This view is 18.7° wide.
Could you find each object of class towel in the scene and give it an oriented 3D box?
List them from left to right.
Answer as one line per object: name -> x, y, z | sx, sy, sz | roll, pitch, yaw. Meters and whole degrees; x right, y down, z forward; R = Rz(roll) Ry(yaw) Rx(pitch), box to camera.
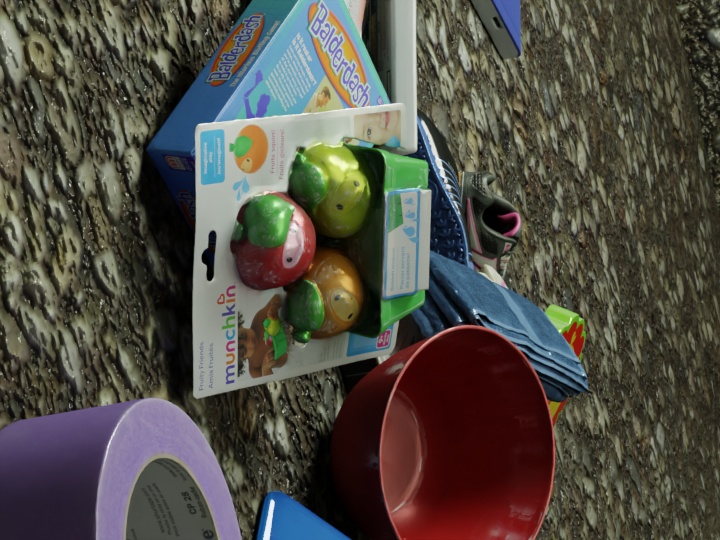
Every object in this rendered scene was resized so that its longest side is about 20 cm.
towel -> 0.111, 0.043, 1.852 | 0.200, 0.049, 0.112 | 26, 24, -47

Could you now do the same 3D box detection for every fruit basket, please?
fruit basket -> -0.035, -0.016, 1.498 | 0.199, 0.093, 0.187 | -12, 107, -50

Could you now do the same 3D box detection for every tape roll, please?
tape roll -> -0.139, 0.177, 1.227 | 0.200, 0.084, 0.201 | -11, 90, -71

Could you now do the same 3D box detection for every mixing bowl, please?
mixing bowl -> 0.049, 0.143, 1.710 | 0.199, 0.108, 0.202 | 2, 87, -44

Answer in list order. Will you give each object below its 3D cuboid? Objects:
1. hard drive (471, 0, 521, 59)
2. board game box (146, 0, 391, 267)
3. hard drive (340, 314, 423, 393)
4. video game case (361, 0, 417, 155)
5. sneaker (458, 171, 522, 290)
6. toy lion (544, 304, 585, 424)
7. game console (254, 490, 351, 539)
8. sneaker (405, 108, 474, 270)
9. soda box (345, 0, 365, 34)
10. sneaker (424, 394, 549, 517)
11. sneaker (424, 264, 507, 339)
hard drive -> 0.150, -0.357, 2.456 | 0.132, 0.025, 0.201 | 53, 32, -52
board game box -> -0.059, -0.101, 1.565 | 0.200, 0.045, 0.153 | -57, 139, -32
hard drive -> 0.000, 0.000, 1.806 | 0.140, 0.038, 0.201 | -62, 137, -62
video game case -> 0.023, -0.193, 1.803 | 0.182, 0.023, 0.201 | -173, -98, -82
sneaker -> 0.118, -0.024, 2.089 | 0.200, 0.086, 0.081 | 56, 31, -51
toy lion -> 0.148, 0.125, 1.994 | 0.193, 0.068, 0.200 | -70, 161, 5
game console -> -0.039, 0.292, 1.562 | 0.201, 0.118, 0.171 | -79, -177, -47
sneaker -> 0.066, -0.054, 1.958 | 0.078, 0.070, 0.201 | 12, 62, -65
soda box -> -0.039, -0.215, 1.707 | 0.064, 0.068, 0.201 | 44, 47, -49
sneaker -> 0.095, 0.158, 1.836 | 0.076, 0.114, 0.201 | -172, -102, -69
sneaker -> 0.088, 0.051, 1.988 | 0.089, 0.081, 0.200 | 63, 23, -2
